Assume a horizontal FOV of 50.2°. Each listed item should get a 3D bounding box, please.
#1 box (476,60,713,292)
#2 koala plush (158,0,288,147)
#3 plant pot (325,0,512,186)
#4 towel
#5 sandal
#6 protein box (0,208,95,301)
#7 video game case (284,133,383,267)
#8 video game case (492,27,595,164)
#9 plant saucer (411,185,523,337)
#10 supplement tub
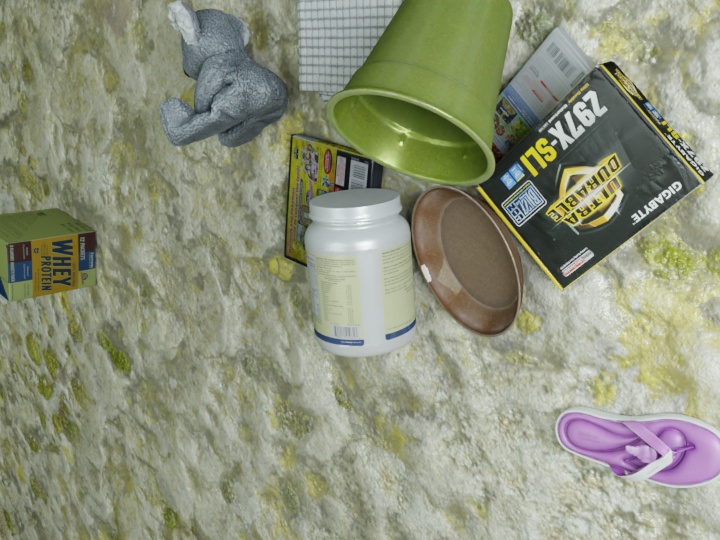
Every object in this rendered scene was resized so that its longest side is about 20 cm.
[{"bbox_3d":[0.245,-0.098,0.833,0.160,0.049,0.200,54,131,10],"label":"box"},{"bbox_3d":[-0.215,-0.316,1.189,0.183,0.177,0.202,-22,83,34],"label":"koala plush"},{"bbox_3d":[0.086,-0.228,0.870,0.199,0.200,0.191,10,73,43],"label":"plant pot"},{"bbox_3d":[0.008,-0.308,1.019,0.199,0.085,0.167,12,110,41],"label":"towel"},{"bbox_3d":[0.305,0.202,0.861,0.202,0.050,0.083,-2,98,45],"label":"sandal"},{"bbox_3d":[-0.739,-0.041,1.746,0.198,0.199,0.136,24,116,39],"label":"protein box"},{"bbox_3d":[-0.045,-0.091,1.162,0.180,0.025,0.202,22,116,40],"label":"video game case"},{"bbox_3d":[0.208,-0.156,0.897,0.144,0.018,0.200,57,132,19],"label":"video game case"},{"bbox_3d":[0.138,-0.016,0.955,0.200,0.036,0.202,42,146,37],"label":"plant saucer"},{"bbox_3d":[0.000,0.000,1.041,0.144,0.144,0.202,11,113,43],"label":"supplement tub"}]
